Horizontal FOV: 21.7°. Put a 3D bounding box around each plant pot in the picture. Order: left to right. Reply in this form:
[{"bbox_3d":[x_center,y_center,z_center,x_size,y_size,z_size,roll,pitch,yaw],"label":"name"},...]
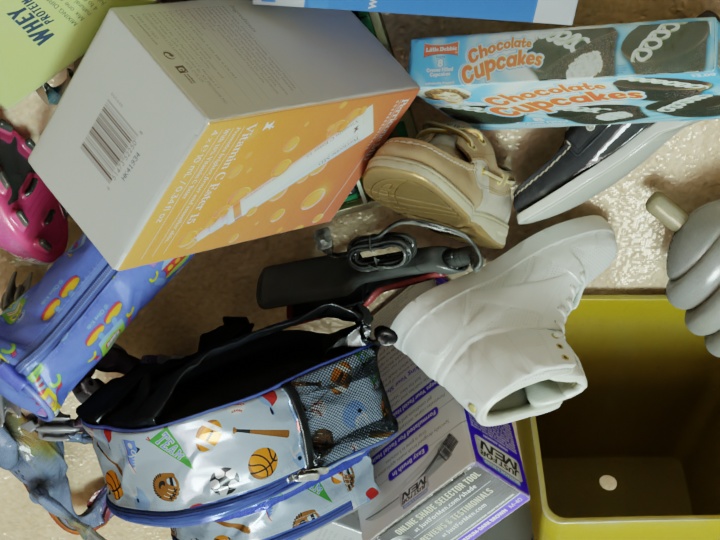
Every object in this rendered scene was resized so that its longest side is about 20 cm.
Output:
[{"bbox_3d":[0.211,0.151,1.430,0.199,0.200,0.177,0,140,-6],"label":"plant pot"}]

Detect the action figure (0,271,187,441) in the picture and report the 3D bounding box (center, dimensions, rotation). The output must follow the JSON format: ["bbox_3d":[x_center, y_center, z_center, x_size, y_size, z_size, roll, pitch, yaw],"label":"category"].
[{"bbox_3d":[-0.196,0.071,1.363,0.069,0.131,0.200,-9,155,42],"label":"action figure"}]

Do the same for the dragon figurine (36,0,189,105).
[{"bbox_3d":[-0.155,-0.129,1.217,0.099,0.059,0.200,-27,160,-26],"label":"dragon figurine"}]

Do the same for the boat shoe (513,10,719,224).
[{"bbox_3d":[0.178,-0.102,1.292,0.200,0.074,0.060,-36,80,30],"label":"boat shoe"}]

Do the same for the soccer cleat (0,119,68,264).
[{"bbox_3d":[-0.277,-0.076,1.268,0.086,0.070,0.200,-13,132,29],"label":"soccer cleat"}]

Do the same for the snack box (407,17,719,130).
[{"bbox_3d":[0.143,-0.123,1.205,0.199,0.037,0.116,-1,170,25],"label":"snack box"}]

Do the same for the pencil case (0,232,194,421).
[{"bbox_3d":[-0.177,0.006,1.272,0.078,0.087,0.200,39,78,1],"label":"pencil case"}]

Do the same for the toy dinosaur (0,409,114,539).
[{"bbox_3d":[-0.246,0.133,1.454,0.200,0.105,0.182,24,142,18],"label":"toy dinosaur"}]

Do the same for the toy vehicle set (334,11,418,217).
[{"bbox_3d":[-0.034,-0.120,1.274,0.124,0.027,0.200,-15,129,6],"label":"toy vehicle set"}]

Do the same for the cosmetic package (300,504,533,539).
[{"bbox_3d":[0.032,0.209,1.484,0.199,0.102,0.074,22,126,-7],"label":"cosmetic package"}]

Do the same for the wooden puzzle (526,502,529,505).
[{"bbox_3d":[0.140,0.276,1.610,0.200,0.046,0.185,-23,128,12],"label":"wooden puzzle"}]

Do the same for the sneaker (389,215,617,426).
[{"bbox_3d":[0.130,0.042,1.321,0.200,0.116,0.074,-28,149,-29],"label":"sneaker"}]

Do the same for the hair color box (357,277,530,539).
[{"bbox_3d":[0.047,0.108,1.359,0.065,0.200,0.109,35,119,-31],"label":"hair color box"}]

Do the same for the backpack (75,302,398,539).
[{"bbox_3d":[-0.090,0.114,1.298,0.190,0.200,0.155,-14,93,-34],"label":"backpack"}]

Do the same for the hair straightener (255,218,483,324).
[{"bbox_3d":[0.000,0.000,1.310,0.200,0.041,0.077,-9,153,41],"label":"hair straightener"}]

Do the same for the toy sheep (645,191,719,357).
[{"bbox_3d":[0.290,0.005,1.355,0.200,0.138,0.138,39,121,3],"label":"toy sheep"}]

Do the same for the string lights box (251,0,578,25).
[{"bbox_3d":[0.032,-0.207,1.161,0.199,0.103,0.059,2,129,-9],"label":"string lights box"}]

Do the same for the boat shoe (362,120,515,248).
[{"bbox_3d":[0.056,-0.067,1.257,0.074,0.069,0.200,13,175,19],"label":"boat shoe"}]

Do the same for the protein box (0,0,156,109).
[{"bbox_3d":[-0.197,-0.243,1.084,0.200,0.135,0.199,-33,126,19],"label":"protein box"}]

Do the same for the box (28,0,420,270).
[{"bbox_3d":[-0.080,-0.090,1.146,0.200,0.098,0.125,-16,148,-50],"label":"box"}]
